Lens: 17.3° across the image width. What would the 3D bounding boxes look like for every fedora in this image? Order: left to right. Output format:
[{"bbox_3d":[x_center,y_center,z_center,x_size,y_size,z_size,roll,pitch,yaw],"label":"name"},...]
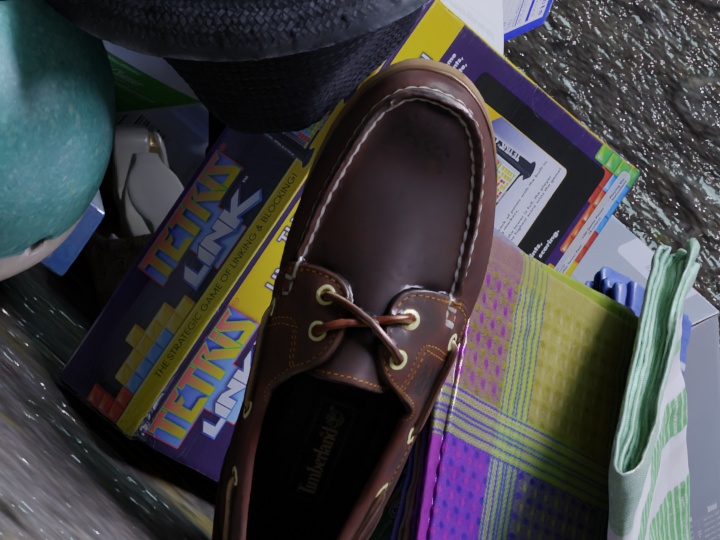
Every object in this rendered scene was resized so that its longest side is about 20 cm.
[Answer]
[{"bbox_3d":[-0.026,-0.118,0.829,0.201,0.200,0.092,47,-22,38],"label":"fedora"}]

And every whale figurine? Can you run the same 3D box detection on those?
[{"bbox_3d":[-0.167,-0.089,0.817,0.200,0.104,0.159,50,42,13],"label":"whale figurine"}]

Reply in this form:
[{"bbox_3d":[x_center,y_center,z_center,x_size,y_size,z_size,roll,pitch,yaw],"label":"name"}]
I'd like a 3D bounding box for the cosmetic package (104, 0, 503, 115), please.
[{"bbox_3d":[-0.048,-0.127,1.023,0.200,0.085,0.108,-4,-13,25],"label":"cosmetic package"}]

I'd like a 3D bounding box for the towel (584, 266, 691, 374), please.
[{"bbox_3d":[0.117,0.106,1.082,0.024,0.201,0.145,6,-6,21],"label":"towel"}]

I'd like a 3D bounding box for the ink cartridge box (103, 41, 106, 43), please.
[{"bbox_3d":[-0.178,-0.181,0.907,0.146,0.083,0.200,20,-16,35],"label":"ink cartridge box"}]

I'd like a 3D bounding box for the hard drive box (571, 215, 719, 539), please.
[{"bbox_3d":[0.132,0.073,1.334,0.156,0.077,0.200,48,-24,46],"label":"hard drive box"}]

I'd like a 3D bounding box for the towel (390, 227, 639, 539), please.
[{"bbox_3d":[0.060,0.087,0.927,0.023,0.201,0.144,-3,-20,36],"label":"towel"}]

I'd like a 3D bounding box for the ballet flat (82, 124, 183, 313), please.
[{"bbox_3d":[-0.100,-0.029,1.080,0.070,0.065,0.200,-2,24,-21],"label":"ballet flat"}]

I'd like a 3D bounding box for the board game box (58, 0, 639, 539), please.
[{"bbox_3d":[0.000,0.000,0.940,0.057,0.200,0.165,34,0,44],"label":"board game box"}]

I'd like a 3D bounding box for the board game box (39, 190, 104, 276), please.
[{"bbox_3d":[-0.182,-0.078,0.983,0.151,0.037,0.200,34,9,-18],"label":"board game box"}]

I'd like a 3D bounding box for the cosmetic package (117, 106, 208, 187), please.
[{"bbox_3d":[-0.117,-0.071,1.275,0.102,0.074,0.200,42,5,2],"label":"cosmetic package"}]

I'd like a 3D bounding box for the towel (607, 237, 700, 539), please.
[{"bbox_3d":[0.120,0.107,0.979,0.023,0.200,0.153,7,39,12],"label":"towel"}]

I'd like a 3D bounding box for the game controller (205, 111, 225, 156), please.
[{"bbox_3d":[-0.037,-0.021,1.147,0.104,0.042,0.200,52,-24,26],"label":"game controller"}]

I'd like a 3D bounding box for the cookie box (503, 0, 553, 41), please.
[{"bbox_3d":[-0.015,-0.171,1.186,0.171,0.075,0.200,37,38,22],"label":"cookie box"}]

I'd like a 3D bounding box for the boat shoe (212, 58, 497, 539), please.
[{"bbox_3d":[-0.001,0.028,0.816,0.070,0.200,0.070,16,18,-1],"label":"boat shoe"}]
